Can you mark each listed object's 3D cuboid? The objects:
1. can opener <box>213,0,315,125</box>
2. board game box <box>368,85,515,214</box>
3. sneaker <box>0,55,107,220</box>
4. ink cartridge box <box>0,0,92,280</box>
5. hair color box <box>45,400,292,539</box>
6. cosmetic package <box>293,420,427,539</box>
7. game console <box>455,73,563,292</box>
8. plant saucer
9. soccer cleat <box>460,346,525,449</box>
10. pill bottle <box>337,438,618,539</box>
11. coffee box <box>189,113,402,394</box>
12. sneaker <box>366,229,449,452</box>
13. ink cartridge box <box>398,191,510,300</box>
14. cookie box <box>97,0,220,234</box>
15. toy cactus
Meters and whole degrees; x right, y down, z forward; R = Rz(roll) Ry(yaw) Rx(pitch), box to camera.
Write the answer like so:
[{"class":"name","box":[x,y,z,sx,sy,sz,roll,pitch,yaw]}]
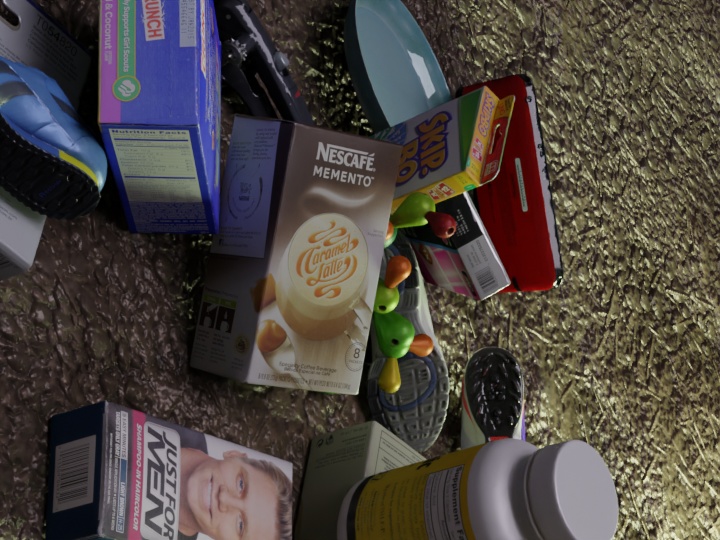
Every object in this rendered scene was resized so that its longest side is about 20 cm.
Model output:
[{"class":"can opener","box":[-0.073,-0.144,1.622,0.200,0.063,0.079,60,37,-16]},{"class":"board game box","box":[0.041,-0.087,1.631,0.030,0.199,0.096,43,45,-33]},{"class":"sneaker","box":[-0.249,-0.116,1.313,0.200,0.066,0.079,41,33,-37]},{"class":"ink cartridge box","box":[-0.285,-0.127,1.351,0.200,0.040,0.201,42,45,-36]},{"class":"hair color box","box":[-0.134,0.169,1.410,0.200,0.060,0.100,25,57,-47]},{"class":"cosmetic package","box":[0.001,0.234,1.551,0.105,0.071,0.201,41,46,-35]},{"class":"game console","box":[0.169,-0.086,1.858,0.118,0.172,0.201,-11,93,-28]},{"class":"plant saucer","box":[0.036,-0.167,1.777,0.200,0.027,0.201,48,31,-41]},{"class":"soccer cleat","box":[0.120,0.171,1.749,0.073,0.068,0.201,80,9,-81]},{"class":"pill bottle","box":[0.089,0.189,1.456,0.111,0.199,0.112,25,56,-44]},{"class":"coffee box","box":[-0.050,-0.012,1.507,0.114,0.080,0.201,8,92,-40]},{"class":"sneaker","box":[0.040,0.057,1.681,0.087,0.074,0.201,-27,110,-80]},{"class":"ink cartridge box","box":[0.067,-0.032,1.700,0.037,0.200,0.095,-29,102,-9]},{"class":"cookie box","box":[-0.145,-0.141,1.427,0.200,0.075,0.172,90,-2,-69]},{"class":"toy cactus","box":[0.000,0.000,1.597,0.102,0.201,0.165,-14,48,-39]}]
